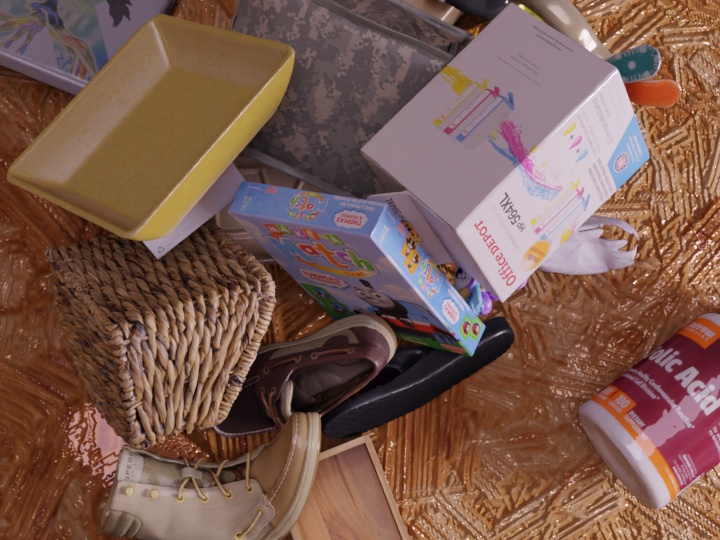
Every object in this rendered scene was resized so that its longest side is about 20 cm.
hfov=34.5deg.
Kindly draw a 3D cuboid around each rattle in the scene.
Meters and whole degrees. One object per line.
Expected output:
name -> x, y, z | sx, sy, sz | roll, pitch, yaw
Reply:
rattle -> 0.167, -0.176, 1.056 | 0.143, 0.130, 0.200 | -35, 66, -17

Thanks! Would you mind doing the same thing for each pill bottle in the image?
pill bottle -> 0.307, 0.111, 1.042 | 0.200, 0.114, 0.114 | -36, 85, -6

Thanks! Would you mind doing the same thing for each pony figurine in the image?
pony figurine -> 0.149, -0.054, 1.055 | 0.192, 0.167, 0.201 | -9, 73, 13

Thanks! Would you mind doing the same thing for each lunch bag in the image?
lunch bag -> -0.028, -0.166, 1.012 | 0.199, 0.118, 0.165 | 25, 117, 4

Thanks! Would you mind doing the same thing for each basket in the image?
basket -> -0.166, 0.053, 1.005 | 0.148, 0.200, 0.143 | -19, 120, -25

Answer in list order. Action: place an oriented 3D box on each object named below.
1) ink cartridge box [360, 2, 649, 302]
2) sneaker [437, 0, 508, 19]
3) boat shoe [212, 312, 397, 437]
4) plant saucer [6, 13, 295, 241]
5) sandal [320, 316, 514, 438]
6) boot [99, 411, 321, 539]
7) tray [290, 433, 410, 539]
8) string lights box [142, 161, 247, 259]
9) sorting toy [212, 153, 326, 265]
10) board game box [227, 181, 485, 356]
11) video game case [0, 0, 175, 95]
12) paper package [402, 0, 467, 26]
ink cartridge box -> 0.109, -0.084, 0.935 | 0.200, 0.129, 0.125 | -45, 53, -3
sneaker -> 0.134, -0.310, 1.018 | 0.084, 0.074, 0.201 | 31, 93, -3
boat shoe -> -0.060, 0.106, 1.022 | 0.199, 0.072, 0.072 | -24, 112, 22
plant saucer -> -0.163, -0.111, 0.937 | 0.199, 0.049, 0.200 | 22, 67, 43
sandal -> 0.047, 0.094, 1.069 | 0.200, 0.075, 0.048 | -27, 62, -12
boot -> -0.130, 0.177, 0.987 | 0.155, 0.200, 0.073 | 21, 38, -14
tray -> -0.002, 0.261, 1.057 | 0.098, 0.037, 0.201 | -21, 83, -3
string lights box -> -0.189, -0.104, 1.028 | 0.103, 0.059, 0.200 | -38, 41, -5
sorting toy -> -0.071, -0.102, 1.106 | 0.184, 0.036, 0.201 | -4, 78, -2
board game box -> 0.000, 0.000, 0.982 | 0.151, 0.200, 0.037 | 11, 65, 37
video game case -> -0.287, -0.259, 1.089 | 0.199, 0.022, 0.183 | 22, 59, 2
paper package -> 0.031, -0.320, 1.099 | 0.200, 0.103, 0.191 | 40, 85, 3
